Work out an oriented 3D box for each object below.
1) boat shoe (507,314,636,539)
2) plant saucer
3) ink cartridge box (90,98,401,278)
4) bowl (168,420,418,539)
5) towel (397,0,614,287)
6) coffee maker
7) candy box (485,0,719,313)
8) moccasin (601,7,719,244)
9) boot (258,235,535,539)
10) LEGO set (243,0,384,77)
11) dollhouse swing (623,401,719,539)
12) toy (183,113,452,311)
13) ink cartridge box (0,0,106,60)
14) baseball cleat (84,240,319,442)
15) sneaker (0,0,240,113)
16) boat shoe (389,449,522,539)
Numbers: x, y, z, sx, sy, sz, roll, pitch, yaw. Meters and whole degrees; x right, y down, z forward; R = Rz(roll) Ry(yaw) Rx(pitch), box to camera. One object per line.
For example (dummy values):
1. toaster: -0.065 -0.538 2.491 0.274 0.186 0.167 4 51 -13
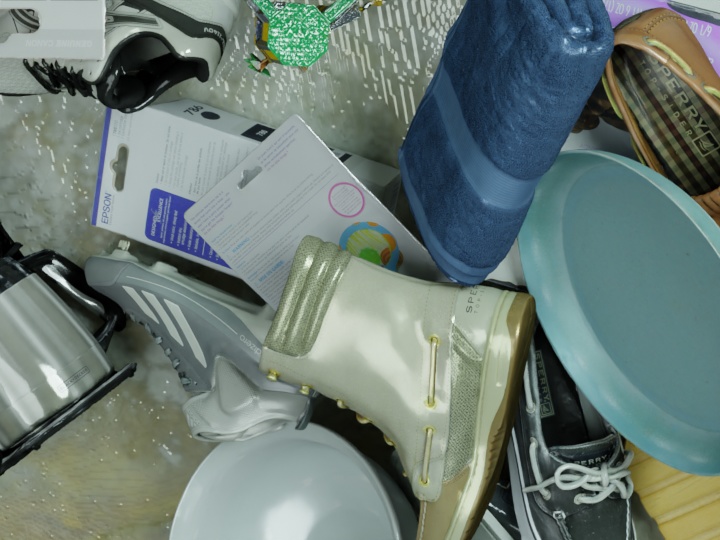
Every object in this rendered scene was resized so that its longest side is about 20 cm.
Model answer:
1. boat shoe: 0.135 0.119 1.296 0.068 0.074 0.200 164 95 -69
2. plant saucer: 0.161 0.020 1.158 0.200 0.027 0.200 42 148 33
3. ink cartridge box: -0.076 -0.047 1.367 0.200 0.039 0.100 20 118 15
4. bowl: -0.028 0.200 1.393 0.201 0.090 0.201 -7 78 37
5. towel: 0.074 -0.090 1.160 0.200 0.048 0.112 116 146 -45
6. coffee maker: -0.280 0.040 1.440 0.192 0.135 0.200 -35 93 32
7. candy box: 0.162 -0.073 1.227 0.168 0.072 0.200 17 116 17
8. moccasin: 0.197 -0.049 1.135 0.074 0.078 0.201 -25 100 28
9. boot: 0.013 0.084 1.268 0.155 0.072 0.200 17 117 10
10. LEGO set: -0.031 -0.217 1.231 0.154 0.116 0.200 39 88 -17
11. dollhouse swing: 0.249 0.154 1.235 0.176 0.182 0.200 -31 96 20
12. toy: 0.000 0.000 1.302 0.200 0.047 0.115 48 124 -5
13. ink cartridge box: -0.219 -0.234 1.325 0.161 0.050 0.200 3 98 23
14. baseball cleat: -0.113 0.051 1.377 0.200 0.070 0.107 18 86 32
15. sneaker: -0.170 -0.138 1.333 0.200 0.088 0.076 -15 142 30
16. boat shoe: 0.107 0.172 1.361 0.200 0.060 0.076 44 155 1
